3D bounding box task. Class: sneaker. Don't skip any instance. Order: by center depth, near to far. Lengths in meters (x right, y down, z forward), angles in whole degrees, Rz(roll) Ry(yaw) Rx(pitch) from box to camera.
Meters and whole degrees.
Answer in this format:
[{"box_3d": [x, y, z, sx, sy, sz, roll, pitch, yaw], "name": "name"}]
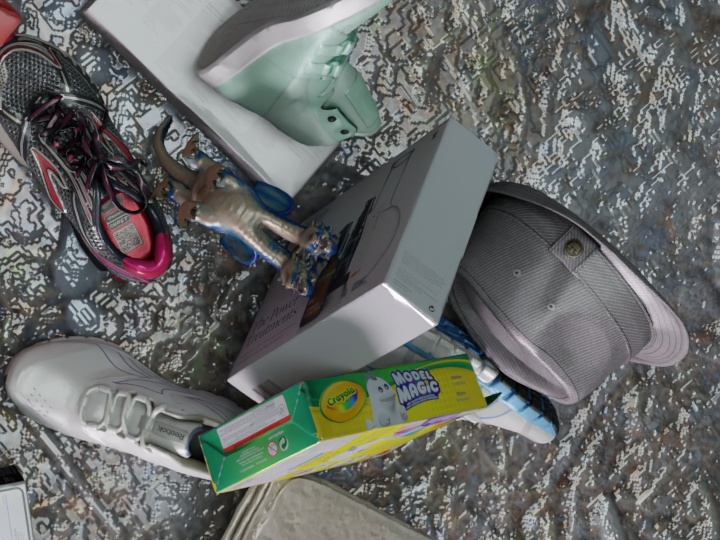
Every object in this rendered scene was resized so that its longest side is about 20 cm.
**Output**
[{"box_3d": [-0.009, -0.150, 1.129, 0.118, 0.200, 0.074, 34, 56, -26], "name": "sneaker"}, {"box_3d": [-0.192, -0.080, 1.177, 0.081, 0.075, 0.200, -38, 105, -12], "name": "sneaker"}, {"box_3d": [-0.156, 0.100, 1.199, 0.199, 0.087, 0.075, 19, 90, -18], "name": "sneaker"}, {"box_3d": [0.064, 0.088, 1.292, 0.200, 0.075, 0.087, 32, 108, -21], "name": "sneaker"}]

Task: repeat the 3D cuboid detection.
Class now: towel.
[{"box_3d": [-0.033, 0.228, 1.252, 0.200, 0.034, 0.133, 34, 85, -41], "name": "towel"}]

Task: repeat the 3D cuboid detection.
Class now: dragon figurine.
[{"box_3d": [-0.087, -0.043, 1.165, 0.099, 0.200, 0.059, 33, 91, -33], "name": "dragon figurine"}]

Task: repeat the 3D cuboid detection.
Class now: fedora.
[{"box_3d": [0.136, 0.029, 1.239, 0.200, 0.177, 0.090, 45, 74, 0], "name": "fedora"}]

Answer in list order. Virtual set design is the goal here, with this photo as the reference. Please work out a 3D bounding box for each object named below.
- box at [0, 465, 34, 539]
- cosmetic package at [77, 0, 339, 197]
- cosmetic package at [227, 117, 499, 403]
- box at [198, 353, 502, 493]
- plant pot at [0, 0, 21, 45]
[{"box_3d": [-0.327, 0.214, 1.166, 0.199, 0.060, 0.117, -8, 97, -18], "name": "box"}, {"box_3d": [-0.102, -0.146, 1.213, 0.200, 0.051, 0.083, 44, 83, -17], "name": "cosmetic package"}, {"box_3d": [0.000, 0.000, 1.158, 0.052, 0.200, 0.151, 38, 51, -17], "name": "cosmetic package"}, {"box_3d": [-0.001, 0.104, 1.176, 0.200, 0.117, 0.049, -3, 69, -48], "name": "box"}, {"box_3d": [-0.348, -0.144, 1.069, 0.200, 0.200, 0.178, 32, 95, -19], "name": "plant pot"}]
